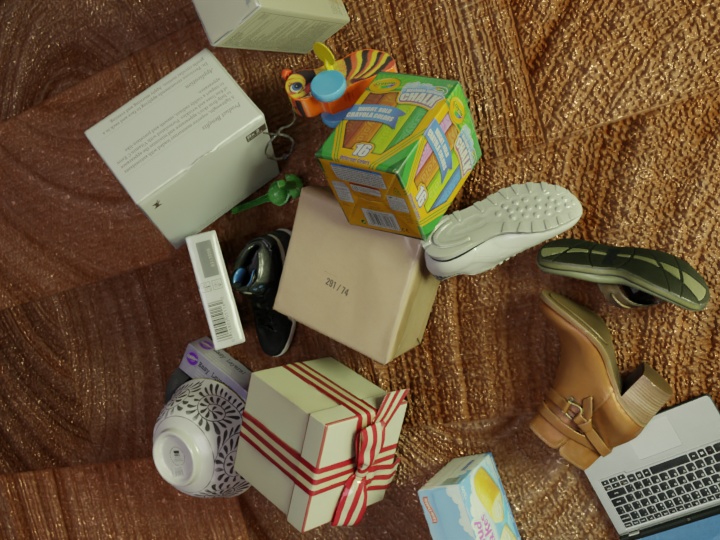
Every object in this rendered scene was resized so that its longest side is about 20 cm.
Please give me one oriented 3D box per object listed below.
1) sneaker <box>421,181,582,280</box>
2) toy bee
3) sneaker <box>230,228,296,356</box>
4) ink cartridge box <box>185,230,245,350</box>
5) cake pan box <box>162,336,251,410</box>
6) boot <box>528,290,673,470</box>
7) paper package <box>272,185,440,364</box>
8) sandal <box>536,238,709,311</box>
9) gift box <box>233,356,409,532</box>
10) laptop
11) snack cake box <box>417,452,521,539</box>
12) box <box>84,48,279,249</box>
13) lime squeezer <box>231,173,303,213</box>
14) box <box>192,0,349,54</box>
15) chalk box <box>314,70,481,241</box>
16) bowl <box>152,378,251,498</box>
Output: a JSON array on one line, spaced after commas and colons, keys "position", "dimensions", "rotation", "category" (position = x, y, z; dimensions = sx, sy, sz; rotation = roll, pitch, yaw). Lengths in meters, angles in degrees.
[{"position": [0.174, -0.045, 0.971], "dimensions": [0.199, 0.081, 0.077], "rotation": [-16, 51, 5], "category": "sneaker"}, {"position": [-0.055, -0.245, 1.041], "dimensions": [0.109, 0.199, 0.131], "rotation": [55, 152, 33], "category": "toy bee"}, {"position": [-0.151, 0.041, 1.169], "dimensions": [0.073, 0.112, 0.201], "rotation": [13, 106, 29], "category": "sneaker"}, {"position": [-0.215, 0.027, 1.167], "dimensions": [0.047, 0.200, 0.161], "rotation": [-16, 92, -11], "category": "ink cartridge box"}, {"position": [-0.233, 0.235, 1.294], "dimensions": [0.200, 0.052, 0.185], "rotation": [36, 114, 20], "category": "cake pan box"}, {"position": [0.256, 0.136, 0.965], "dimensions": [0.200, 0.074, 0.155], "rotation": [46, 117, 15], "category": "boot"}, {"position": [0.000, 0.000, 1.077], "dimensions": [0.199, 0.103, 0.192], "rotation": [25, 112, 25], "category": "paper package"}, {"position": [0.304, 0.010, 0.922], "dimensions": [0.200, 0.080, 0.058], "rotation": [16, 125, 34], "category": "sandal"}, {"position": [-0.040, 0.230, 1.105], "dimensions": [0.186, 0.199, 0.186], "rotation": [28, 117, 40], "category": "gift box"}, {"position": [0.359, 0.280, 0.911], "dimensions": [0.187, 0.116, 0.201], "rotation": [-32, 83, 31], "category": "laptop"}, {"position": [0.157, 0.360, 1.047], "dimensions": [0.067, 0.115, 0.201], "rotation": [-18, 90, 32], "category": "snack cake box"}, {"position": [-0.234, -0.160, 1.085], "dimensions": [0.199, 0.200, 0.131], "rotation": [-37, 77, -9], "category": "box"}, {"position": [-0.124, -0.110, 1.155], "dimensions": [0.038, 0.071, 0.200], "rotation": [58, 153, -10], "category": "lime squeezer"}, {"position": [-0.112, -0.339, 1.018], "dimensions": [0.095, 0.200, 0.078], "rotation": [-26, 86, 32], "category": "box"}, {"position": [0.062, -0.158, 0.967], "dimensions": [0.124, 0.200, 0.124], "rotation": [15, 150, 34], "category": "chalk box"}, {"position": [-0.262, 0.279, 1.237], "dimensions": [0.200, 0.094, 0.202], "rotation": [7, 103, 30], "category": "bowl"}]
